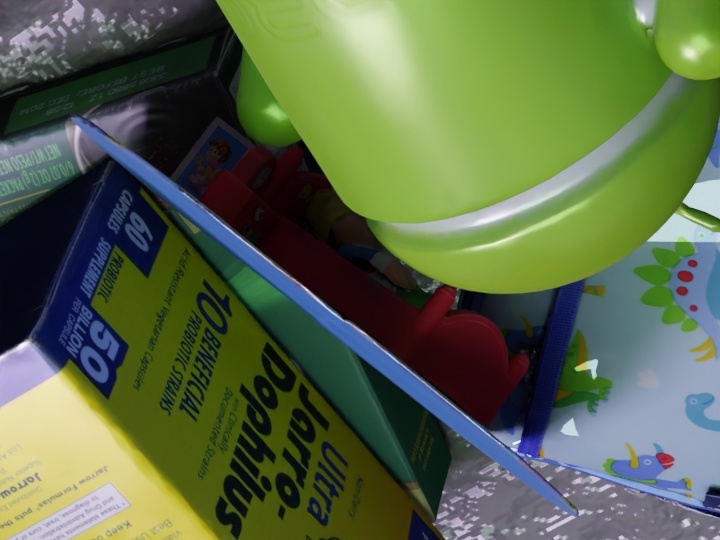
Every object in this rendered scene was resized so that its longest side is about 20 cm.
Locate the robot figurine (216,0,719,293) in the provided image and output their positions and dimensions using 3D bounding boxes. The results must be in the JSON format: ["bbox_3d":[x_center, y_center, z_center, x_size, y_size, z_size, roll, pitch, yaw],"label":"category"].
[{"bbox_3d":[0.026,-0.078,0.707,0.174,0.116,0.201,-9,127,39],"label":"robot figurine"}]

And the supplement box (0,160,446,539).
[{"bbox_3d":[-0.072,0.084,0.869,0.109,0.109,0.200,-29,115,26],"label":"supplement box"}]

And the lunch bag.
[{"bbox_3d":[0.114,-0.017,0.841,0.159,0.083,0.201,16,124,4],"label":"lunch bag"}]

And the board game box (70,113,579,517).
[{"bbox_3d":[0.000,0.000,0.788,0.200,0.158,0.039,38,87,-3],"label":"board game box"}]

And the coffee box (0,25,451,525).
[{"bbox_3d":[-0.058,0.018,0.916,0.122,0.044,0.201,-14,120,19],"label":"coffee box"}]
